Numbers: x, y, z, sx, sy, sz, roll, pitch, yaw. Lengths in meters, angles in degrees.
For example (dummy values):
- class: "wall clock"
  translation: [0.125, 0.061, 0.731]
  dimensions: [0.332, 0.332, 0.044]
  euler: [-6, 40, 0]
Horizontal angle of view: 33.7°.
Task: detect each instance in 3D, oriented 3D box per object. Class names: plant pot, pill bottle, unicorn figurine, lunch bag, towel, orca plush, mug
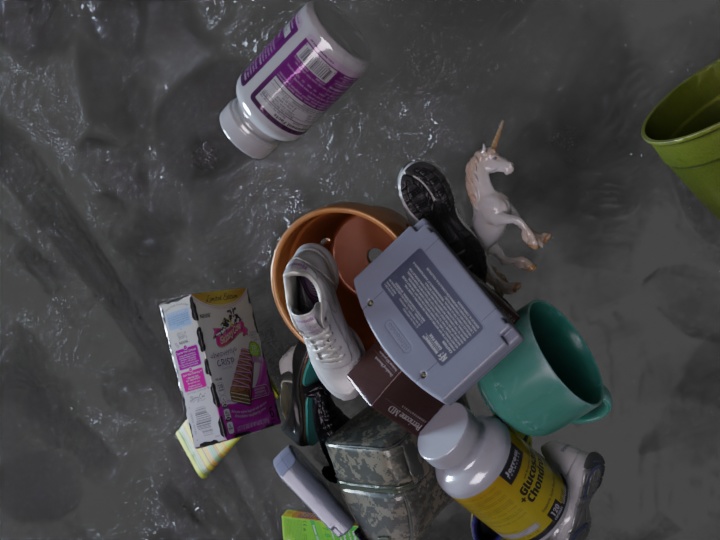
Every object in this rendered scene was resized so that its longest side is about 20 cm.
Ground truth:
- class: "plant pot"
  translation: [0.000, 0.000, 1.545]
  dimensions: [0.198, 0.140, 0.202]
  euler: [6, 108, 18]
- class: "pill bottle"
  translation: [0.164, 0.252, 1.486]
  dimensions: [0.112, 0.113, 0.200]
  euler: [-34, 123, 26]
- class: "pill bottle"
  translation: [-0.088, -0.238, 1.518]
  dimensions: [0.200, 0.112, 0.112]
  euler: [-41, 90, 26]
- class: "unicorn figurine"
  translation: [0.172, -0.062, 1.495]
  dimensions: [0.137, 0.074, 0.201]
  euler: [38, 122, 17]
- class: "lunch bag"
  translation: [0.065, 0.259, 1.566]
  dimensions: [0.138, 0.200, 0.169]
  euler: [-8, 108, 41]
- class: "towel"
  translation: [-0.193, 0.211, 1.735]
  dimensions: [0.200, 0.018, 0.086]
  euler: [-48, 63, 26]
- class: "plant pot"
  translation: [0.448, -0.125, 1.325]
  dimensions: [0.199, 0.201, 0.194]
  euler: [-28, 108, 25]
- class: "orca plush"
  translation: [-0.006, 0.242, 1.638]
  dimensions: [0.104, 0.071, 0.202]
  euler: [-19, 110, -12]
- class: "mug"
  translation: [0.225, 0.143, 1.499]
  dimensions: [0.114, 0.152, 0.186]
  euler: [-36, 92, 27]

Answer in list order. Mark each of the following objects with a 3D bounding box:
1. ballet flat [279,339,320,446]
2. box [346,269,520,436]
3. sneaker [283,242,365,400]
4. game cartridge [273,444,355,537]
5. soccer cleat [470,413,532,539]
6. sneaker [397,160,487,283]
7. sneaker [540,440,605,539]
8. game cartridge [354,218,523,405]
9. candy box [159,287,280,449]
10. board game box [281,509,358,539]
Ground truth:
- class: "ballet flat"
  translation: [-0.083, 0.153, 1.668]
  dimensions: [0.068, 0.068, 0.202]
  euler: [20, 113, 27]
- class: "box"
  translation: [0.089, 0.092, 1.450]
  dimensions: [0.200, 0.075, 0.100]
  euler: [-49, 131, 6]
- class: "sneaker"
  translation: [-0.053, 0.073, 1.456]
  dimensions: [0.074, 0.100, 0.202]
  euler: [-14, 103, 21]
- class: "game cartridge"
  translation: [-0.065, 0.300, 1.643]
  dimensions: [0.041, 0.200, 0.133]
  euler: [-39, 88, -5]
- class: "soccer cleat"
  translation: [0.188, 0.281, 1.595]
  dimensions: [0.064, 0.084, 0.202]
  euler: [13, 110, 16]
- class: "sneaker"
  translation: [0.102, -0.048, 1.494]
  dimensions: [0.073, 0.079, 0.202]
  euler: [-23, 105, -3]
- class: "sneaker"
  translation: [0.265, 0.316, 1.596]
  dimensions: [0.087, 0.074, 0.202]
  euler: [26, 115, 33]
- class: "game cartridge"
  translation: [0.082, 0.051, 1.374]
  dimensions: [0.133, 0.041, 0.200]
  euler: [-44, 57, 12]
- class: "candy box"
  translation: [-0.190, 0.130, 1.632]
  dimensions: [0.061, 0.136, 0.202]
  euler: [-18, 85, 29]
- class: "board game box"
  translation: [-0.018, 0.410, 1.744]
  dimensions: [0.198, 0.030, 0.097]
  euler: [4, 109, 22]
